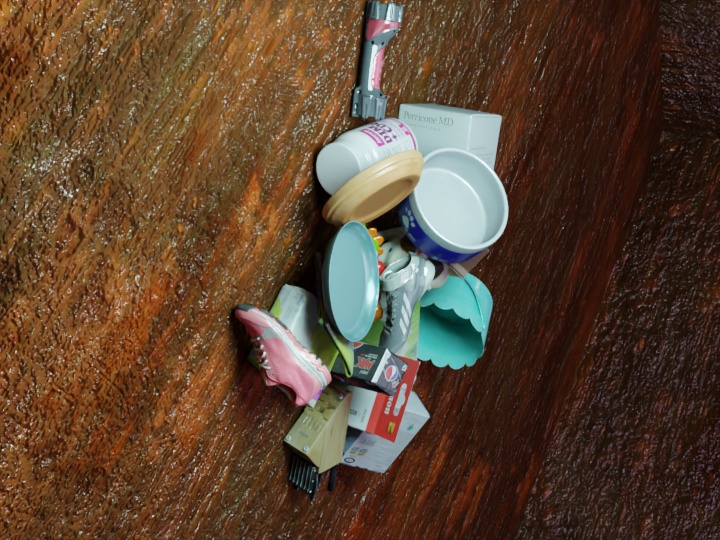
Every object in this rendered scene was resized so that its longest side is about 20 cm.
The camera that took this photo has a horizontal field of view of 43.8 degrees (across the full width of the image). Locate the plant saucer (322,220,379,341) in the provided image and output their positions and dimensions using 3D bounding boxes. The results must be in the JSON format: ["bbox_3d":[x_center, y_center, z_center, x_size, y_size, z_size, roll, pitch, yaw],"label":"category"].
[{"bbox_3d":[-0.019,0.019,1.525,0.199,0.027,0.205,5,85,-65],"label":"plant saucer"}]

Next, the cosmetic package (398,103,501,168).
[{"bbox_3d":[0.172,-0.229,1.833,0.165,0.165,0.204,-16,117,-58],"label":"cosmetic package"}]

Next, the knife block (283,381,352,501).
[{"bbox_3d":[-0.068,0.338,1.739,0.201,0.063,0.176,-55,145,-18],"label":"knife block"}]

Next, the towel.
[{"bbox_3d":[-0.047,0.075,1.585,0.202,0.022,0.145,-98,166,-50],"label":"towel"}]

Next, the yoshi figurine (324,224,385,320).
[{"bbox_3d":[-0.015,0.000,1.656,0.112,0.111,0.203,-44,139,-35],"label":"yoshi figurine"}]

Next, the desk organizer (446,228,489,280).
[{"bbox_3d":[0.202,-0.065,1.801,0.077,0.072,0.201,-46,-168,17],"label":"desk organizer"}]

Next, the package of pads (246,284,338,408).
[{"bbox_3d":[-0.106,0.133,1.587,0.157,0.067,0.201,-65,151,-19],"label":"package of pads"}]

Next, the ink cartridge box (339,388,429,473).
[{"bbox_3d":[0.025,0.330,1.823,0.135,0.077,0.201,22,111,-38],"label":"ink cartridge box"}]

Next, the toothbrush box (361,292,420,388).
[{"bbox_3d":[0.055,0.163,1.889,0.145,0.085,0.204,-32,131,-53],"label":"toothbrush box"}]

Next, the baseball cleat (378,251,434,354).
[{"bbox_3d":[0.062,0.062,1.660,0.105,0.069,0.203,25,89,-34],"label":"baseball cleat"}]

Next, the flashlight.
[{"bbox_3d":[0.032,-0.375,1.606,0.067,0.067,0.204,-13,113,-54],"label":"flashlight"}]

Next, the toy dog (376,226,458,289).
[{"bbox_3d":[0.098,-0.008,1.786,0.142,0.192,0.199,-66,160,9],"label":"toy dog"}]

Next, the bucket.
[{"bbox_3d":[0.197,0.104,2.013,0.136,0.203,0.210,-62,151,-42],"label":"bucket"}]

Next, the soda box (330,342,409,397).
[{"bbox_3d":[-0.002,0.175,1.657,0.063,0.198,0.072,36,73,-32],"label":"soda box"}]

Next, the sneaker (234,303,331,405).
[{"bbox_3d":[-0.137,0.138,1.441,0.200,0.074,0.087,44,71,-12],"label":"sneaker"}]

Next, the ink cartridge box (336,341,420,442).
[{"bbox_3d":[0.017,0.228,1.731,0.050,0.199,0.164,22,83,-33],"label":"ink cartridge box"}]

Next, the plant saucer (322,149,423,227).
[{"bbox_3d":[0.027,-0.131,1.523,0.198,0.038,0.200,-30,168,-7],"label":"plant saucer"}]

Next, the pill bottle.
[{"bbox_3d":[0.012,-0.200,1.602,0.199,0.112,0.116,-32,130,-53],"label":"pill bottle"}]

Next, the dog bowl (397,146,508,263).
[{"bbox_3d":[0.169,-0.119,1.648,0.201,0.199,0.079,-57,-171,-31],"label":"dog bowl"}]
